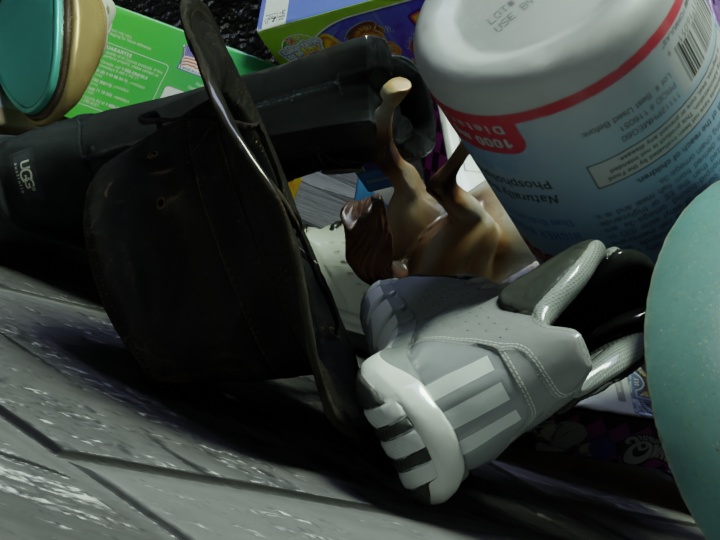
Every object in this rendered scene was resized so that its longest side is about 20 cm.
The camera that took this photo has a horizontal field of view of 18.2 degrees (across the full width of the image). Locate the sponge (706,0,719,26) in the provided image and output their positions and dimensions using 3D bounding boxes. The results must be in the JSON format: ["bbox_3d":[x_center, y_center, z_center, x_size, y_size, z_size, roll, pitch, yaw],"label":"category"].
[{"bbox_3d":[0.169,-0.096,1.065,0.030,0.200,0.112,-19,-23,18],"label":"sponge"}]

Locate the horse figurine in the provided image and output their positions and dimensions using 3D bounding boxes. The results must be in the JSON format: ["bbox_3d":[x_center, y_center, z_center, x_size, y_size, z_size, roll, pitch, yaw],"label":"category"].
[{"bbox_3d":[0.066,-0.033,0.985,0.200,0.133,0.050,-17,43,-26],"label":"horse figurine"}]

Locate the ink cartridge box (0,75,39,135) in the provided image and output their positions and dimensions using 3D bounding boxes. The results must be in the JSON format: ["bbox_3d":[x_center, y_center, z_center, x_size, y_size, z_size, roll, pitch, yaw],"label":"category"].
[{"bbox_3d":[-0.245,-0.119,1.043,0.165,0.075,0.200,61,12,6],"label":"ink cartridge box"}]

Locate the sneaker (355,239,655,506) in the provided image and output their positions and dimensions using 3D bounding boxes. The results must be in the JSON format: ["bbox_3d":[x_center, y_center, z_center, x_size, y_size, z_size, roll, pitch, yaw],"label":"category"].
[{"bbox_3d":[0.063,0.026,0.869,0.075,0.115,0.200,60,7,-10],"label":"sneaker"}]

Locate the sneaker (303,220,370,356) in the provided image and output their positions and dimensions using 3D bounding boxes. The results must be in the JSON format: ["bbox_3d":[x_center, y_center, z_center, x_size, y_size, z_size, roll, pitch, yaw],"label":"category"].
[{"bbox_3d":[0.000,0.000,1.161,0.200,0.080,0.074,19,7,4],"label":"sneaker"}]

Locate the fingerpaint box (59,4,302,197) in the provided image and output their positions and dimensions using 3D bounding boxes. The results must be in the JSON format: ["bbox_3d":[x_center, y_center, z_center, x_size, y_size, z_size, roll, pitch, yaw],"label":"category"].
[{"bbox_3d":[-0.138,-0.084,1.232,0.200,0.073,0.167,21,-17,9],"label":"fingerpaint box"}]

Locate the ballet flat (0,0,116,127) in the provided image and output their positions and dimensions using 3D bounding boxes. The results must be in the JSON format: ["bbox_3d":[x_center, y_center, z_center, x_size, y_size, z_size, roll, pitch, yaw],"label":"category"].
[{"bbox_3d":[-0.152,-0.142,1.117,0.063,0.069,0.200,15,37,-38],"label":"ballet flat"}]

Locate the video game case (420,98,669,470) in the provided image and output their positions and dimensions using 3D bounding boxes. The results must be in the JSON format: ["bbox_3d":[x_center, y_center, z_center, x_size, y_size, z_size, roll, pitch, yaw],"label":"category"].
[{"bbox_3d":[0.125,0.008,1.075,0.181,0.036,0.200,9,45,-18],"label":"video game case"}]

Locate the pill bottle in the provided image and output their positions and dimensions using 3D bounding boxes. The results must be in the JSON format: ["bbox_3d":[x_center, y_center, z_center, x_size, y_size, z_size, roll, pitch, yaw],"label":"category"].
[{"bbox_3d":[0.110,-0.042,0.903,0.109,0.109,0.200,26,-23,50],"label":"pill bottle"}]

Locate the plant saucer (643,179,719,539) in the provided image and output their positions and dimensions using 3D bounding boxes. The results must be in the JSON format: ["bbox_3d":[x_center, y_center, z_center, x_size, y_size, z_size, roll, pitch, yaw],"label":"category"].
[{"bbox_3d":[0.194,0.047,0.835,0.200,0.200,0.036,17,-30,-28],"label":"plant saucer"}]

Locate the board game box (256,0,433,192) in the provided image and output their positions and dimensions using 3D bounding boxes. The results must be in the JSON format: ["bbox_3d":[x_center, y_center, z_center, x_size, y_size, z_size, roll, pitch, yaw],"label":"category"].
[{"bbox_3d":[0.066,-0.118,1.159,0.200,0.045,0.135,-13,-42,24],"label":"board game box"}]

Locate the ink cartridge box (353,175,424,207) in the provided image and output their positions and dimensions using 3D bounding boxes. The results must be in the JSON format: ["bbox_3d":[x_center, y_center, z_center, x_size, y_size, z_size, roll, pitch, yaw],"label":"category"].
[{"bbox_3d":[0.099,-0.034,1.257,0.200,0.147,0.086,7,-5,32],"label":"ink cartridge box"}]

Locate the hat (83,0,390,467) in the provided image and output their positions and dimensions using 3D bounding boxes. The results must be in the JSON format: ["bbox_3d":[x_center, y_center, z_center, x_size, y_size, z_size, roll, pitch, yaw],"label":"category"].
[{"bbox_3d":[-0.060,-0.005,0.867,0.081,0.201,0.201,-21,7,0],"label":"hat"}]

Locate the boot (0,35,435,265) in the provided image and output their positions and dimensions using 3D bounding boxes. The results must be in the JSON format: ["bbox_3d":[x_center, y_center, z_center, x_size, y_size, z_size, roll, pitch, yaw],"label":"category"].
[{"bbox_3d":[-0.059,-0.058,1.048,0.200,0.066,0.165,-16,-1,18],"label":"boot"}]
